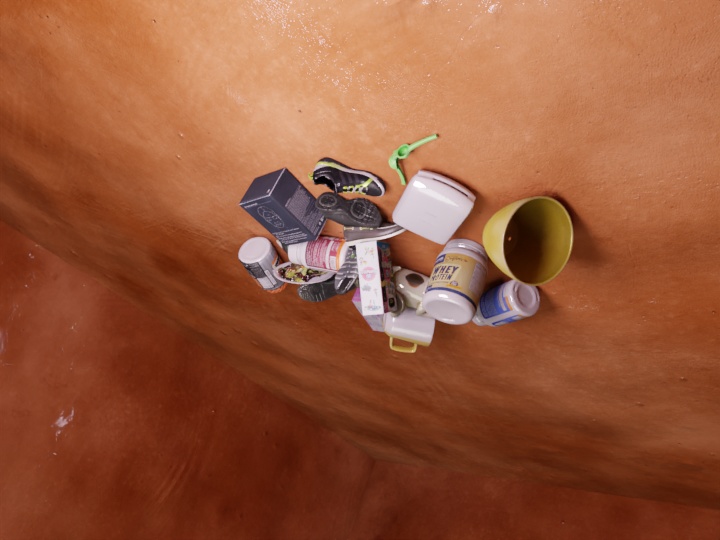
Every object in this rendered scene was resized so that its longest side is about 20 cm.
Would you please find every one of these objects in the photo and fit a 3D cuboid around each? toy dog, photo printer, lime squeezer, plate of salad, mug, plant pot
[{"bbox_3d":[0.191,0.054,1.688,0.200,0.140,0.194,4,127,30],"label":"toy dog"},{"bbox_3d":[0.182,-0.159,1.378,0.166,0.070,0.200,25,151,-3],"label":"photo printer"},{"bbox_3d":[0.107,-0.260,1.298,0.071,0.038,0.200,27,150,-5],"label":"lime squeezer"},{"bbox_3d":[-0.183,-0.005,1.813,0.200,0.200,0.048,11,115,21],"label":"plate of salad"},{"bbox_3d":[0.152,0.183,1.816,0.153,0.187,0.149,7,-179,-5],"label":"mug"},{"bbox_3d":[0.366,-0.075,1.291,0.200,0.200,0.142,39,173,-25],"label":"plant pot"}]

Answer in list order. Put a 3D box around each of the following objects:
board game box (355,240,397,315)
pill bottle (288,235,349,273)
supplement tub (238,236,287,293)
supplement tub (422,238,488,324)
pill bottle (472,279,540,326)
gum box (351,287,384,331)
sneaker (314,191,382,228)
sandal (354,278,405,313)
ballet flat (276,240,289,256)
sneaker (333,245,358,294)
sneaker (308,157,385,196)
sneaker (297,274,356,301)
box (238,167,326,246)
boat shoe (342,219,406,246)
[{"bbox_3d":[0.046,0.021,1.570,0.064,0.200,0.148,-8,178,17],"label":"board game box"},{"bbox_3d":[-0.118,-0.053,1.733,0.200,0.110,0.110,10,148,23],"label":"pill bottle"},{"bbox_3d":[-0.331,-0.014,1.942,0.122,0.123,0.200,9,149,25],"label":"supplement tub"},{"bbox_3d":[0.260,0.029,1.497,0.144,0.200,0.144,18,151,10],"label":"supplement tub"},{"bbox_3d":[0.406,0.098,1.599,0.112,0.112,0.200,33,151,-16],"label":"pill bottle"},{"bbox_3d":[0.056,0.113,1.877,0.066,0.114,0.200,5,145,31],"label":"gum box"},{"bbox_3d":[-0.026,-0.157,1.546,0.200,0.076,0.091,22,159,23],"label":"sneaker"},{"bbox_3d":[0.049,0.074,1.679,0.200,0.054,0.080,33,130,26],"label":"sandal"},{"bbox_3d":[-0.240,-0.116,1.774,0.068,0.068,0.200,19,142,32],"label":"ballet flat"},{"bbox_3d":[0.000,0.000,1.652,0.075,0.200,0.115,5,154,40],"label":"sneaker"},{"bbox_3d":[-0.036,-0.217,1.427,0.200,0.083,0.072,20,152,6],"label":"sneaker"},{"bbox_3d":[-0.120,0.046,1.854,0.114,0.199,0.076,-146,42,-65],"label":"sneaker"},{"bbox_3d":[-0.218,-0.177,1.602,0.148,0.107,0.200,-6,140,43],"label":"box"},{"bbox_3d":[0.035,-0.115,1.559,0.201,0.072,0.061,-10,99,33],"label":"boat shoe"}]
